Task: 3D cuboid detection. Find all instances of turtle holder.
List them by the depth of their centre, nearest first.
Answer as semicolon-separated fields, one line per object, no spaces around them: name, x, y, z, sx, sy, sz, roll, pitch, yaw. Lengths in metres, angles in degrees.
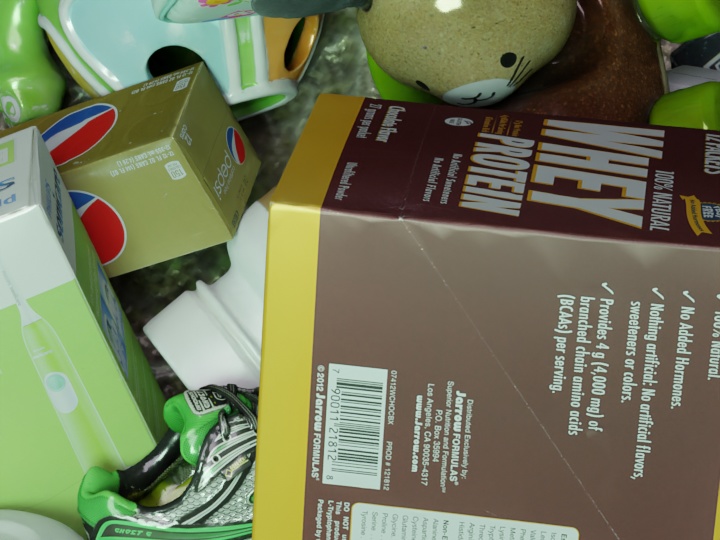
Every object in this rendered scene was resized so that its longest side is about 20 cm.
turtle holder;-0.105;-0.132;1.436;0.185;0.141;0.132;-17;87;-4

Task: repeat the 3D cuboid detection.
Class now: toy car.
toy car;0.051;-0.093;1.222;0.164;0.200;0.158;-15;69;27

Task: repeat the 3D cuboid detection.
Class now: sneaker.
sneaker;-0.036;0.080;1.307;0.200;0.085;0.078;-35;30;-1

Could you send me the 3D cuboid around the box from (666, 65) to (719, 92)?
box;0.210;0.002;1.276;0.200;0.041;0.157;15;111;39

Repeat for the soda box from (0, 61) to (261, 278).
soda box;-0.153;-0.031;1.407;0.199;0.064;0.068;-17;31;24

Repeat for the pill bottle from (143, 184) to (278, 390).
pill bottle;0.000;0.000;1.391;0.200;0.114;0.114;-38;71;-4

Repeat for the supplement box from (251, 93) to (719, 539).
supplement box;0.067;0.050;1.155;0.199;0.133;0.198;6;112;6

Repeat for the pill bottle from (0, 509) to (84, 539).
pill bottle;-0.167;0.218;1.317;0.112;0.113;0.201;-1;110;9

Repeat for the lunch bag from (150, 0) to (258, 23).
lunch bag;-0.018;-0.173;1.283;0.160;0.200;0.077;-11;80;-21

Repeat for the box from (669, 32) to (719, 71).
box;0.285;-0.072;1.362;0.200;0.123;0.199;-38;72;-2

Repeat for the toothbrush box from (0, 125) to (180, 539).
toothbrush box;-0.177;0.057;1.355;0.145;0.200;0.086;-21;30;4
